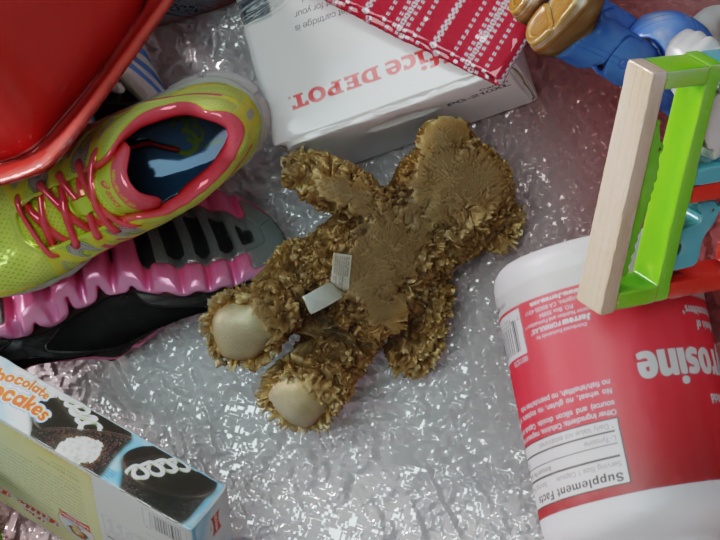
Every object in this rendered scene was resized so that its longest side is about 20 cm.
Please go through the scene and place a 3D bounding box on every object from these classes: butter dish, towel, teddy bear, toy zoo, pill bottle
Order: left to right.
[{"bbox_3d":[-0.222,-0.144,1.184,0.199,0.148,0.200,-8,39,39],"label":"butter dish"},{"bbox_3d":[0.000,0.000,1.222,0.145,0.067,0.201,31,84,-9],"label":"teddy bear"},{"bbox_3d":[0.027,-0.204,1.202,0.199,0.022,0.145,29,84,15],"label":"towel"},{"bbox_3d":[0.143,0.087,1.155,0.112,0.112,0.201,-14,77,13],"label":"pill bottle"},{"bbox_3d":[0.202,-0.054,1.112,0.020,0.199,0.132,36,125,44],"label":"toy zoo"}]

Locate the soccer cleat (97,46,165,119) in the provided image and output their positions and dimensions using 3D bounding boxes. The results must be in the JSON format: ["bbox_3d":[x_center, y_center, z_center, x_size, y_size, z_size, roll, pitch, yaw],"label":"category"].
[{"bbox_3d":[-0.162,-0.126,1.296,0.070,0.086,0.200,-37,72,7],"label":"soccer cleat"}]

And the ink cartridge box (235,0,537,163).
[{"bbox_3d":[0.004,-0.174,1.258,0.144,0.084,0.201,-18,75,12],"label":"ink cartridge box"}]

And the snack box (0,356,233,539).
[{"bbox_3d":[-0.163,0.117,1.235,0.199,0.116,0.037,28,59,19],"label":"snack box"}]

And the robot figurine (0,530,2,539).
[{"bbox_3d":[-0.291,0.159,1.225,0.175,0.200,0.116,-15,69,-27],"label":"robot figurine"}]

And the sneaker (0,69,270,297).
[{"bbox_3d":[-0.142,-0.047,1.174,0.200,0.090,0.078,-32,102,2],"label":"sneaker"}]

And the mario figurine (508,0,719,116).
[{"bbox_3d":[0.183,-0.120,1.155,0.106,0.200,0.124,-31,40,49],"label":"mario figurine"}]

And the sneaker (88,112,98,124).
[{"bbox_3d":[-0.226,-0.052,1.273,0.200,0.072,0.072,-21,90,39],"label":"sneaker"}]

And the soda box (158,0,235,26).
[{"bbox_3d":[-0.131,-0.255,1.319,0.063,0.068,0.201,-16,77,13],"label":"soda box"}]

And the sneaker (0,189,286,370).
[{"bbox_3d":[-0.137,0.014,1.267,0.199,0.096,0.079,-11,53,3],"label":"sneaker"}]
